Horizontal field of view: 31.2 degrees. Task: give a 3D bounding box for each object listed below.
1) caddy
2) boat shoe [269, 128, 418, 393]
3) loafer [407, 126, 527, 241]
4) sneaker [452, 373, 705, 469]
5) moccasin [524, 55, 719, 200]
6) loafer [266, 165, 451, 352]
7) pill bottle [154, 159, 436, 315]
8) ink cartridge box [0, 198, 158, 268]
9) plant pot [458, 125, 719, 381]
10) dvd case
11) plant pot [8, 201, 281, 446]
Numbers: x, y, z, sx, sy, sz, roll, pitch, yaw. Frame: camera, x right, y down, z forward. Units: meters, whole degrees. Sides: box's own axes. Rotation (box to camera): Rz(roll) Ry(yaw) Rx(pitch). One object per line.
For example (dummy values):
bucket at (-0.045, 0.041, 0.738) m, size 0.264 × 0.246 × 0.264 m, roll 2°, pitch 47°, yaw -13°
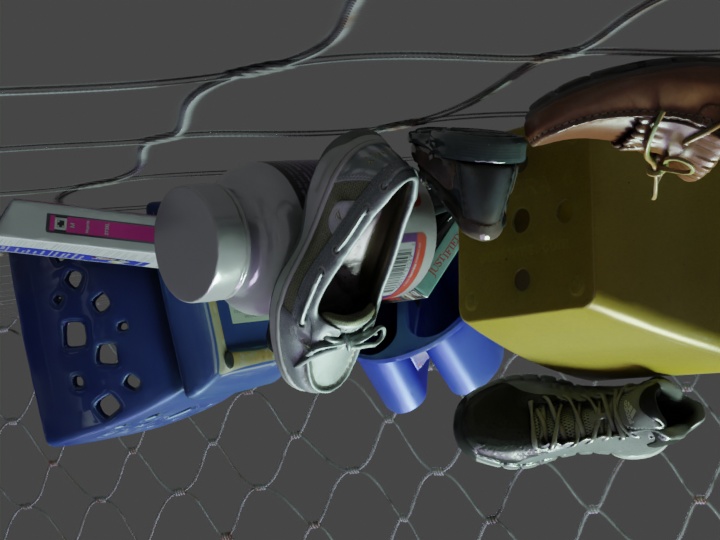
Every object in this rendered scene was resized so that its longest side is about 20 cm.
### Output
caddy at (0.062, 0.041, 1.240) m, size 0.140 × 0.106 × 0.201 m, roll -20°, pitch -154°, yaw 19°
boat shoe at (-0.009, 0.006, 0.882) m, size 0.074 × 0.203 × 0.065 m, roll -8°, pitch -144°, yaw -39°
loafer at (0.065, -0.059, 0.825) m, size 0.071 × 0.064 × 0.200 m, roll 3°, pitch -173°, yaw 0°
sneaker at (0.179, 0.109, 1.008) m, size 0.198 × 0.076 × 0.115 m, roll -1°, pitch 166°, yaw -20°
moccasin at (0.195, -0.083, 0.756) m, size 0.199 × 0.079 × 0.074 m, roll -2°, pitch 179°, yaw -13°
loafer at (0.000, 0.000, 1.089) m, size 0.070 × 0.201 × 0.068 m, roll 37°, pitch 171°, yaw 28°
pill bottle at (-0.048, -0.026, 0.961) m, size 0.199 × 0.113 × 0.111 m, roll -6°, pitch 177°, yaw -41°
ink cartridge box at (-0.222, -0.028, 1.009) m, size 0.198 × 0.037 × 0.095 m, roll 4°, pitch 174°, yaw -20°
plant pot at (0.179, -0.026, 0.959) m, size 0.175 × 0.202 × 0.199 m, roll 6°, pitch 170°, yaw -38°
dvd case at (0.052, -0.031, 1.194) m, size 0.022 × 0.147 × 0.200 m, roll 37°, pitch 163°, yaw -13°
plant pot at (-0.182, 0.039, 1.186) m, size 0.178 × 0.202 × 0.200 m, roll -15°, pitch 175°, yaw 22°
